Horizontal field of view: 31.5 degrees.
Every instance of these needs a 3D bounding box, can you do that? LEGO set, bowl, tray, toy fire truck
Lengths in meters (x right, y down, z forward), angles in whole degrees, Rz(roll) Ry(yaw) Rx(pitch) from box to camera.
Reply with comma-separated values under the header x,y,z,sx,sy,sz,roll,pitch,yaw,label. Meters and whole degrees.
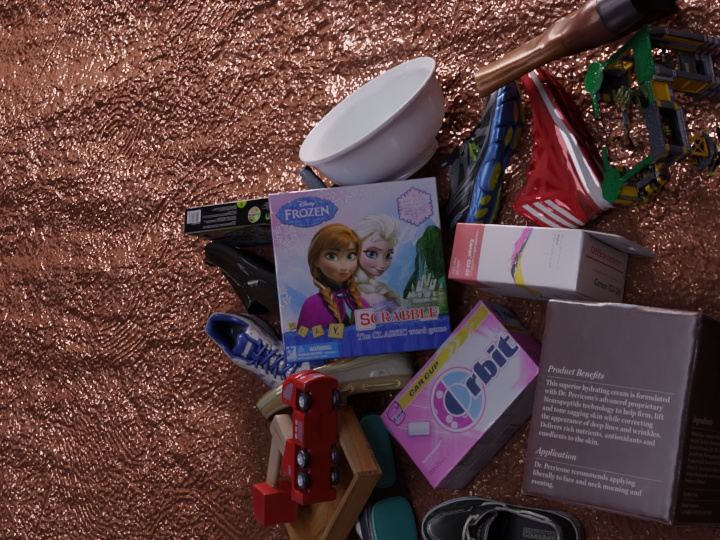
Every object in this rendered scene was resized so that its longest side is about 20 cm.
x,y,z,sx,sy,sz,roll,pitch,yaw,label
0.329,-0.161,1.359,0.154,0.115,0.201,127,142,-52,LEGO set
0.030,-0.162,1.548,0.201,0.091,0.201,-32,21,14,bowl
-0.038,0.262,1.513,0.099,0.037,0.200,63,142,37,tray
-0.076,0.209,1.491,0.141,0.049,0.201,13,104,60,toy fire truck

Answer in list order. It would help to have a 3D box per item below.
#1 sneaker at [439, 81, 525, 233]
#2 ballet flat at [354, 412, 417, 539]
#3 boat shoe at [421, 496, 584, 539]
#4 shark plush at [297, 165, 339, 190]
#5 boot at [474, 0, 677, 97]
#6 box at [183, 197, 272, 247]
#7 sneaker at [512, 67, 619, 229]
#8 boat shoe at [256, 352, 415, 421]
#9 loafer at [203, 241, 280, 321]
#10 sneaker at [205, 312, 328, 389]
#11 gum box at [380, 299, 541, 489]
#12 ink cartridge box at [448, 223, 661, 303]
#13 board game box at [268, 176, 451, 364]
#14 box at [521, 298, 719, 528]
x,y,z,sx,sy,sz,roll,pitch,yaw,label
0.136,-0.139,1.500,0.082,0.071,0.201,19,95,31,sneaker
0.020,0.269,1.513,0.073,0.073,0.201,-21,74,32,ballet flat
0.145,0.285,1.411,0.199,0.064,0.071,-7,77,36,boat shoe
-0.011,-0.037,1.545,0.090,0.083,0.201,-13,100,29,shark plush
0.237,-0.254,1.394,0.200,0.188,0.069,-28,101,34,boot
-0.119,-0.063,1.651,0.199,0.110,0.035,-5,78,36,box
0.202,-0.130,1.447,0.115,0.078,0.201,-35,61,25,sneaker
-0.028,0.148,1.536,0.199,0.074,0.067,-22,76,9,boat shoe
-0.140,0.021,1.671,0.200,0.073,0.072,28,96,37,loafer
-0.121,0.115,1.630,0.200,0.088,0.076,28,96,36,sneaker
0.123,0.147,1.454,0.200,0.066,0.114,-51,57,18,gum box
0.211,-0.004,1.388,0.199,0.116,0.068,5,83,38,ink cartridge box
0.000,0.000,1.492,0.199,0.041,0.201,-6,90,1,board game box
0.281,0.143,1.276,0.165,0.164,0.201,6,84,38,box
